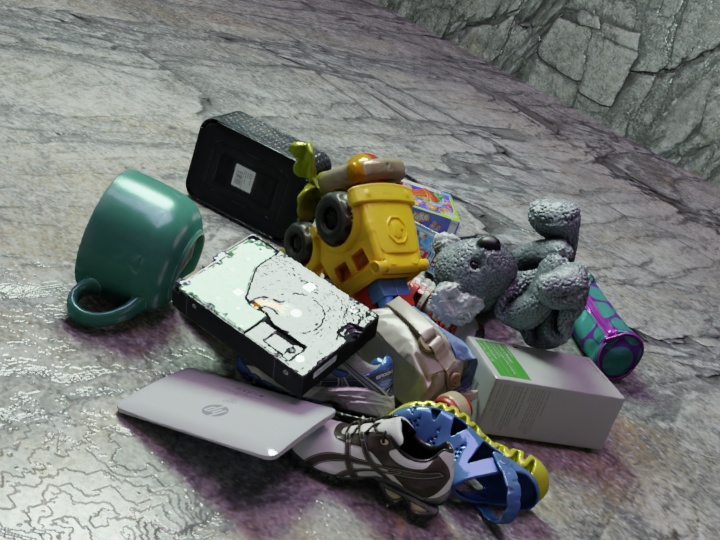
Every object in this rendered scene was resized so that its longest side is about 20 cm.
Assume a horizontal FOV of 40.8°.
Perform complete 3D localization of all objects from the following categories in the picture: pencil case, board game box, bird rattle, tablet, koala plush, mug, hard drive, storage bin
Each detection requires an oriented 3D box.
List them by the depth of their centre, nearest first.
[{"bbox_3d":[-0.138,0.143,1.003,0.196,0.014,0.130,11,18,26],"label":"tablet"},{"bbox_3d":[-0.096,0.045,1.081,0.198,0.038,0.139,32,43,23],"label":"hard drive"},{"bbox_3d":[-0.263,-0.014,1.164,0.113,0.188,0.152,24,-1,2],"label":"mug"},{"bbox_3d":[0.187,0.014,1.296,0.195,0.186,0.180,5,46,-2],"label":"koala plush"},{"bbox_3d":[-0.003,-0.125,1.399,0.197,0.115,0.162,3,-9,-38],"label":"bird rattle"},{"bbox_3d":[0.136,-0.015,1.500,0.198,0.063,0.200,29,3,15],"label":"board game box"},{"bbox_3d":[-0.161,-0.150,1.522,0.197,0.137,0.094,26,24,12],"label":"storage bin"},{"bbox_3d":[0.372,0.083,1.532,0.084,0.093,0.201,-24,32,1],"label":"pencil case"},{"bbox_3d":[0.079,-0.125,1.789,0.196,0.045,0.135,17,24,-11],"label":"board game box"}]

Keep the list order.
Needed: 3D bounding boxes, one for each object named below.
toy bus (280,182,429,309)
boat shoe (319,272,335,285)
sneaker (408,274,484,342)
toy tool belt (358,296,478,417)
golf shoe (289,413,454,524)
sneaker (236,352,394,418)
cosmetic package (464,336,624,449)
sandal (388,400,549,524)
[{"bbox_3d":[0.000,0.000,1.347,0.134,0.199,0.195,-4,69,-43],"label":"toy bus"},{"bbox_3d":[-0.050,0.072,1.231,0.062,0.074,0.202,24,25,-10],"label":"boat shoe"},{"bbox_3d":[0.110,0.070,1.370,0.106,0.068,0.202,22,18,-8],"label":"sneaker"},{"bbox_3d":[0.091,0.115,1.194,0.121,0.127,0.199,-14,41,-40],"label":"toy tool belt"},{"bbox_3d":[0.009,0.181,1.021,0.197,0.096,0.078,22,24,5],"label":"golf shoe"},{"bbox_3d":[-0.048,0.111,1.106,0.197,0.087,0.077,17,-14,-24],"label":"sneaker"},{"bbox_3d":[0.227,0.160,1.259,0.196,0.086,0.108,9,23,-23],"label":"cosmetic package"},{"bbox_3d":[0.113,0.213,1.065,0.197,0.081,0.087,24,28,9],"label":"sandal"}]
